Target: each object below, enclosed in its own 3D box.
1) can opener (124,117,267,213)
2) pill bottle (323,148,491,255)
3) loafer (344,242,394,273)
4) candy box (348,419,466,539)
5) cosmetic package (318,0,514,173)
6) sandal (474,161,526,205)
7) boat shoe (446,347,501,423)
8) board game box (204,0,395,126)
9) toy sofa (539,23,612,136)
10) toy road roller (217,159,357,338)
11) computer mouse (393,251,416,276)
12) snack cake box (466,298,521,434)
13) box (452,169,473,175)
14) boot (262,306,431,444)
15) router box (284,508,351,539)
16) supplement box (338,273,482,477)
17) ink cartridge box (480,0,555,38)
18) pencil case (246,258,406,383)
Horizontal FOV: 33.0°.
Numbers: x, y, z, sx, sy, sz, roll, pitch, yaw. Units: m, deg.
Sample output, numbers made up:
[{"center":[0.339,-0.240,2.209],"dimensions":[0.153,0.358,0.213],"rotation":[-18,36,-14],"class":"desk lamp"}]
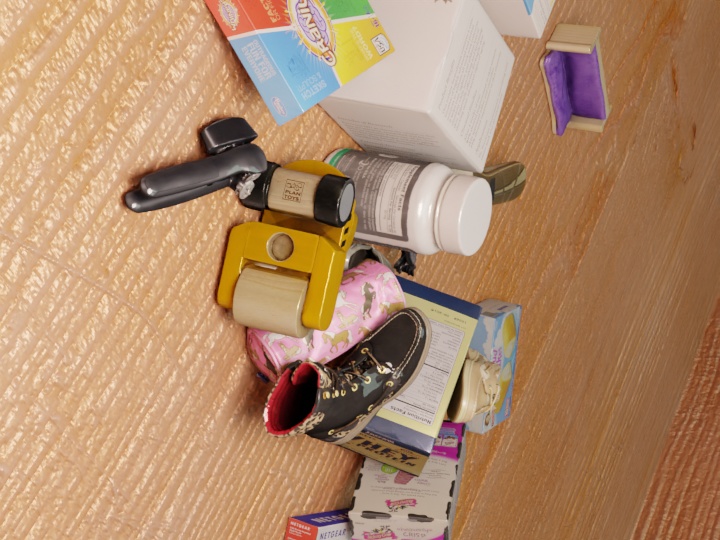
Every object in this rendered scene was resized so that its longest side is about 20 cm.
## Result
[{"center":[-0.167,-0.096,1.242],"dimensions":[0.200,0.079,0.063],"rotation":[-33,168,-49],"class":"can opener"},{"center":[0.051,-0.081,1.488],"dimensions":[0.113,0.199,0.114],"rotation":[-34,131,-53],"class":"pill bottle"},{"center":[0.000,0.000,1.565],"dimensions":[0.200,0.070,0.070],"rotation":[14,89,-62],"class":"loafer"},{"center":[0.069,0.291,1.687],"dimensions":[0.200,0.136,0.061],"rotation":[-70,159,-54],"class":"candy box"},{"center":[0.068,-0.240,1.492],"dimensions":[0.200,0.166,0.168],"rotation":[38,68,-61],"class":"cosmetic package"},{"center":[0.172,-0.129,1.842],"dimensions":[0.199,0.054,0.081],"rotation":[-16,121,-39],"class":"sandal"},{"center":[0.161,0.160,1.653],"dimensions":[0.200,0.065,0.072],"rotation":[-55,165,-75],"class":"boat shoe"},{"center":[-0.060,-0.262,1.303],"dimensions":[0.153,0.040,0.200],"rotation":[59,41,-11],"class":"board game box"},{"center":[0.380,-0.326,2.130],"dimensions":[0.098,0.083,0.200],"rotation":[-61,148,-30],"class":"toy sofa"},{"center":[-0.068,-0.026,1.381],"dimensions":[0.146,0.122,0.201],"rotation":[23,80,-73],"class":"toy road roller"},{"center":[0.055,-0.092,1.626],"dimensions":[0.141,0.046,0.201],"rotation":[-85,176,-57],"class":"computer mouse"},{"center":[0.208,0.158,2.023],"dimensions":[0.115,0.067,0.201],"rotation":[-20,118,-59],"class":"snack cake box"},{"center":[0.121,-0.154,1.699],"dimensions":[0.082,0.068,0.201],"rotation":[-92,175,-57],"class":"box"},{"center":[-0.015,0.121,1.386],"dimensions":[0.200,0.073,0.150],"rotation":[-48,154,17],"class":"boot"},{"center":[-0.049,0.425,1.671],"dimensions":[0.200,0.049,0.180],"rotation":[11,91,-62],"class":"router box"},{"center":[0.056,0.141,1.590],"dimensions":[0.200,0.134,0.200],"rotation":[94,17,-72],"class":"supplement box"},{"center":[0.217,-0.453,1.727],"dimensions":[0.201,0.125,0.129],"rotation":[-67,150,-18],"class":"ink cartridge box"},{"center":[-0.038,0.062,1.441],"dimensions":[0.200,0.083,0.087],"rotation":[-31,129,-26],"class":"pencil case"}]
